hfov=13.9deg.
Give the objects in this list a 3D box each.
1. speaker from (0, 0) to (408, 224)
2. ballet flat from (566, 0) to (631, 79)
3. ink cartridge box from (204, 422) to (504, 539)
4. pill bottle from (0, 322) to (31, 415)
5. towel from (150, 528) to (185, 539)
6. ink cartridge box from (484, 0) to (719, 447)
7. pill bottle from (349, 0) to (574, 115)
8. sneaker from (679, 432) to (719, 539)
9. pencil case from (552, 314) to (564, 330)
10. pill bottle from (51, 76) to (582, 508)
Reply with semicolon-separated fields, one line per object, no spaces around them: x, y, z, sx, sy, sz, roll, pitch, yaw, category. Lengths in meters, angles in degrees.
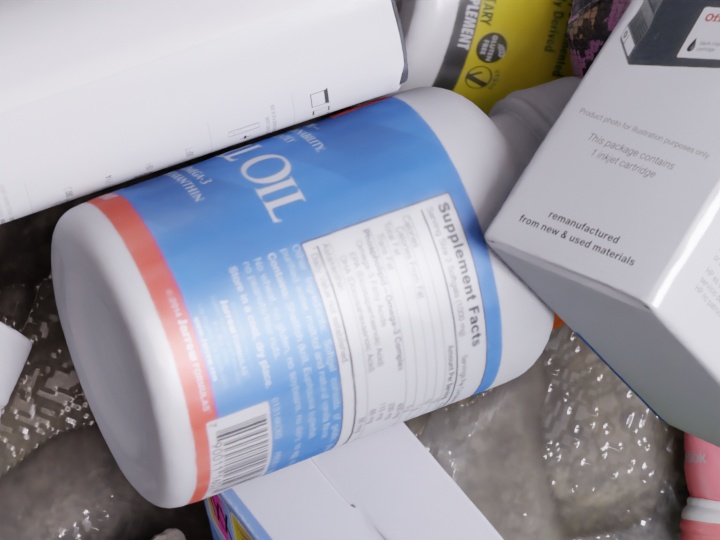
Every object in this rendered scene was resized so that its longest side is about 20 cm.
-0.088;-0.070;1.037;0.199;0.081;0.082;-19;99;-6;speaker
0.118;-0.029;1.111;0.069;0.071;0.201;-21;133;-10;ballet flat
0.012;0.156;1.110;0.076;0.137;0.201;-27;134;-15;ink cartridge box
-0.199;0.098;1.066;0.119;0.119;0.201;27;83;-19;pill bottle
-0.109;0.195;1.091;0.200;0.034;0.133;-38;123;-42;towel
0.154;-0.048;1.022;0.201;0.084;0.145;-57;136;-10;ink cartridge box
0.098;-0.100;1.169;0.199;0.111;0.112;7;90;-21;pill bottle
0.225;0.063;1.241;0.199;0.074;0.087;-10;94;-19;sneaker
-0.012;0.016;1.148;0.199;0.088;0.089;-22;99;-20;pencil case
0.000;0.000;1.052;0.199;0.112;0.113;-20;99;-19;pill bottle
